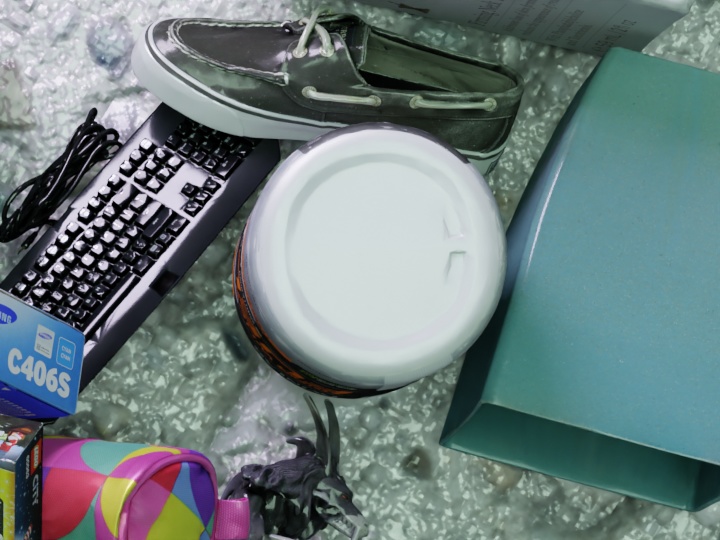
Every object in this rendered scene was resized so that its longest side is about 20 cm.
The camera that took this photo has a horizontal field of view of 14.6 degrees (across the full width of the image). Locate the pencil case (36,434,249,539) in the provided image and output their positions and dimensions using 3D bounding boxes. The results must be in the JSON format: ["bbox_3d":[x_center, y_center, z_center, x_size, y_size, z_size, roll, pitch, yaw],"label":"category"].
[{"bbox_3d":[-0.157,0.117,1.360,0.200,0.088,0.089,6,83,34],"label":"pencil case"}]

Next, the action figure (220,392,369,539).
[{"bbox_3d":[-0.044,0.166,1.397,0.102,0.119,0.200,31,93,11],"label":"action figure"}]

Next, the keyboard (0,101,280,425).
[{"bbox_3d":[-0.136,-0.021,1.404,0.104,0.040,0.200,28,64,25],"label":"keyboard"}]

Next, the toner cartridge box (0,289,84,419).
[{"bbox_3d":[-0.240,0.042,1.344,0.199,0.095,0.043,-5,70,31],"label":"toner cartridge box"}]

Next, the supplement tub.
[{"bbox_3d":[0.000,0.000,1.368,0.122,0.200,0.123,0,84,-5],"label":"supplement tub"}]

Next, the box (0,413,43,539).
[{"bbox_3d":[-0.219,0.151,1.317,0.136,0.038,0.201,11,119,12],"label":"box"}]

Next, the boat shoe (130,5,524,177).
[{"bbox_3d":[-0.015,-0.104,1.432,0.199,0.064,0.071,12,43,-10],"label":"boat shoe"}]

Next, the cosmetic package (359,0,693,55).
[{"bbox_3d":[0.070,-0.215,1.401,0.199,0.167,0.167,12,85,-3],"label":"cosmetic package"}]

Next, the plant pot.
[{"bbox_3d":[0.140,0.001,1.415,0.141,0.141,0.201,16,77,-4],"label":"plant pot"}]
